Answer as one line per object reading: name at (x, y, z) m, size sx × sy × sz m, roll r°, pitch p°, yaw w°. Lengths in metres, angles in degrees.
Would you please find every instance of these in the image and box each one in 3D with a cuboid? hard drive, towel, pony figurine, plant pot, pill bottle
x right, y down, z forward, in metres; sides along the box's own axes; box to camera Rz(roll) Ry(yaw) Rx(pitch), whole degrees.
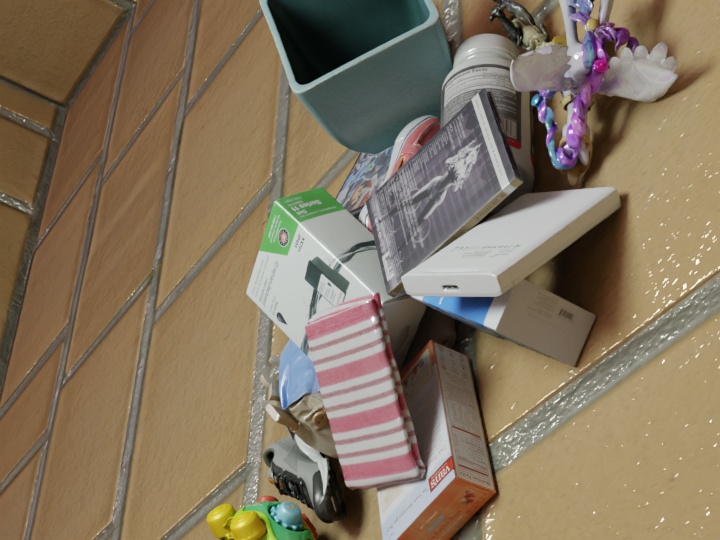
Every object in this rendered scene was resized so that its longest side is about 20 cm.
hard drive at (0.152, -0.029, 1.343) m, size 0.199 × 0.027 × 0.131 m, roll -34°, pitch 20°, yaw -36°
towel at (0.006, 0.132, 1.442) m, size 0.146 × 0.030 × 0.202 m, roll -21°, pitch 82°, yaw 58°
towel at (0.048, 0.096, 1.620) m, size 0.200 × 0.034 × 0.133 m, roll -49°, pitch 31°, yaw 32°
pony figurine at (0.236, -0.213, 1.401) m, size 0.193 × 0.165 × 0.202 m, roll 90°, pitch -173°, yaw -65°
plant pot at (0.017, -0.265, 1.698) m, size 0.195 × 0.200 × 0.197 m, roll -26°, pitch 50°, yaw 7°
pill bottle at (0.147, -0.176, 1.560) m, size 0.111 × 0.110 × 0.202 m, roll -40°, pitch 35°, yaw 44°

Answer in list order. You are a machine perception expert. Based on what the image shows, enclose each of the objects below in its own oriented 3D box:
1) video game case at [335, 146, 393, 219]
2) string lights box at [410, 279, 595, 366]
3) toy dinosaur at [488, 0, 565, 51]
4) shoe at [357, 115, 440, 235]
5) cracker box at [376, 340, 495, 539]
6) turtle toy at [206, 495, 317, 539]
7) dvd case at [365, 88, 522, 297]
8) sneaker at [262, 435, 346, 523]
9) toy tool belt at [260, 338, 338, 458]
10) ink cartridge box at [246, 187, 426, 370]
video game case at (0.033, -0.141, 1.822) m, size 0.200 × 0.025 × 0.182 m, roll -17°, pitch 42°, yaw 61°
string lights box at (0.143, 0.036, 1.390) m, size 0.059 × 0.102 × 0.200 m, roll -66°, pitch 24°, yaw -2°
toy dinosaur at (0.188, -0.299, 1.614) m, size 0.047 × 0.088 × 0.200 m, roll -46°, pitch 29°, yaw 9°
shoe at (0.076, -0.111, 1.592) m, size 0.091 × 0.072 × 0.201 m, roll -11°, pitch 41°, yaw 48°
cracker box at (0.073, 0.195, 1.450) m, size 0.134 × 0.057 × 0.201 m, roll -51°, pitch 28°, yaw 32°
turtle toy at (-0.111, 0.333, 1.632) m, size 0.101 × 0.147 × 0.199 m, roll -32°, pitch 13°, yaw -24°
dvd case at (0.086, -0.085, 1.458) m, size 0.200 × 0.016 × 0.150 m, roll -43°, pitch 38°, yaw 28°
sneaker at (-0.069, 0.257, 1.636) m, size 0.200 × 0.079 × 0.075 m, roll -135°, pitch 28°, yaw -69°
toy tool belt at (-0.065, 0.132, 1.626) m, size 0.126 × 0.122 × 0.201 m, roll -62°, pitch 22°, yaw 25°
ink cartridge box at (-0.029, 0.024, 1.556) m, size 0.200 × 0.083 × 0.148 m, roll 42°, pitch 129°, yaw 29°
